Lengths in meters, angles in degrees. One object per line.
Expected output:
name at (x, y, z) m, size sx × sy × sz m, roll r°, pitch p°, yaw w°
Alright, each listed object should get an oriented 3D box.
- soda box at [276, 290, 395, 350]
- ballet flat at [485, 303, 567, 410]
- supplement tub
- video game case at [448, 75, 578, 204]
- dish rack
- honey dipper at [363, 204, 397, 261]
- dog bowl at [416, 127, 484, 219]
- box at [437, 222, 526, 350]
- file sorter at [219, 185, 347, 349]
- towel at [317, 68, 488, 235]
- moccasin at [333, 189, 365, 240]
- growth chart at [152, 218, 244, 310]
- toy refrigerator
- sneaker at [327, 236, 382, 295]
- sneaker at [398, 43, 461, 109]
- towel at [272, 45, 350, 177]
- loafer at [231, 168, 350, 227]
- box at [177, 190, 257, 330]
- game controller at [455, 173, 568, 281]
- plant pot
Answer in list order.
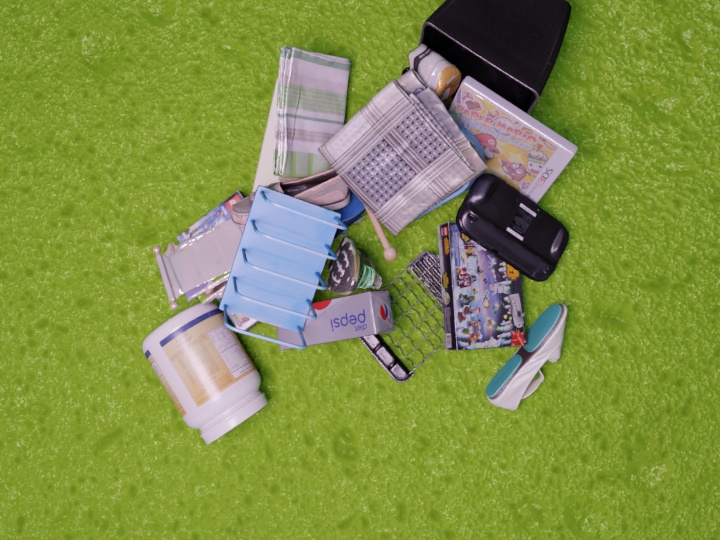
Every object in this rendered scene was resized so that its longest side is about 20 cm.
soda box at (-0.045, 0.082, 1.118) m, size 0.198 × 0.063 × 0.069 m, roll -12°, pitch 84°, yaw 32°
ballet flat at (0.287, 0.147, 1.129) m, size 0.069 × 0.069 × 0.201 m, roll 37°, pitch 98°, yaw 5°
supplement tub at (-0.255, 0.170, 1.141) m, size 0.143 × 0.144 × 0.202 m, roll -33°, pitch 87°, yaw 5°
video game case at (0.216, -0.187, 1.083) m, size 0.199 × 0.183 × 0.023 m, roll 35°, pitch 59°, yaw 6°
dish rack at (0.090, 0.074, 1.151) m, size 0.200 × 0.055 × 0.154 m, roll -42°, pitch 87°, yaw 3°
honey dipper at (0.011, -0.105, 1.124) m, size 0.038 × 0.038 × 0.202 m, roll -24°, pitch 73°, yaw 6°
dog bowl at (0.105, -0.149, 1.105) m, size 0.199 × 0.050 × 0.112 m, roll -29°, pitch 102°, yaw 32°
box at (0.197, 0.025, 1.108) m, size 0.135 × 0.040 × 0.204 m, roll -1°, pitch 84°, yaw -24°
file sorter at (-0.114, -0.003, 1.023) m, size 0.137 × 0.123 × 0.203 m, roll 17°, pitch 98°, yaw -17°
towel at (0.063, -0.172, 1.035) m, size 0.199 × 0.035 × 0.193 m, roll -36°, pitch 105°, yaw 25°
moccasin at (-0.069, -0.081, 1.154) m, size 0.198 × 0.068 × 0.081 m, roll -31°, pitch 71°, yaw -19°
growth chart at (-0.238, -0.013, 1.119) m, size 0.197 × 0.018 × 0.146 m, roll -21°, pitch 64°, yaw 1°
toy refrigerator at (-0.125, -0.215, 1.169) m, size 0.075 × 0.070 × 0.203 m, roll 12°, pitch 91°, yaw -1°
sneaker at (0.000, 0.000, 1.097) m, size 0.088 × 0.200 × 0.078 m, roll 26°, pitch 103°, yaw -8°
sneaker at (0.100, -0.282, 1.086) m, size 0.075 × 0.200 × 0.088 m, roll -41°, pitch 80°, yaw -19°
towel at (-0.075, -0.252, 1.117) m, size 0.030 × 0.148 × 0.204 m, roll 14°, pitch 103°, yaw 44°
loafer at (-0.113, -0.123, 1.093) m, size 0.197 × 0.063 × 0.072 m, roll -13°, pitch 47°, yaw -11°
box at (-0.204, -0.015, 1.181) m, size 0.136 × 0.040 × 0.201 m, roll -35°, pitch 86°, yaw 5°
game controller at (0.246, -0.067, 1.091) m, size 0.198 × 0.042 × 0.105 m, roll 31°, pitch 79°, yaw -19°
plant pot at (0.215, -0.351, 1.076) m, size 0.198 × 0.200 × 0.179 m, roll 33°, pitch 80°, yaw 6°
